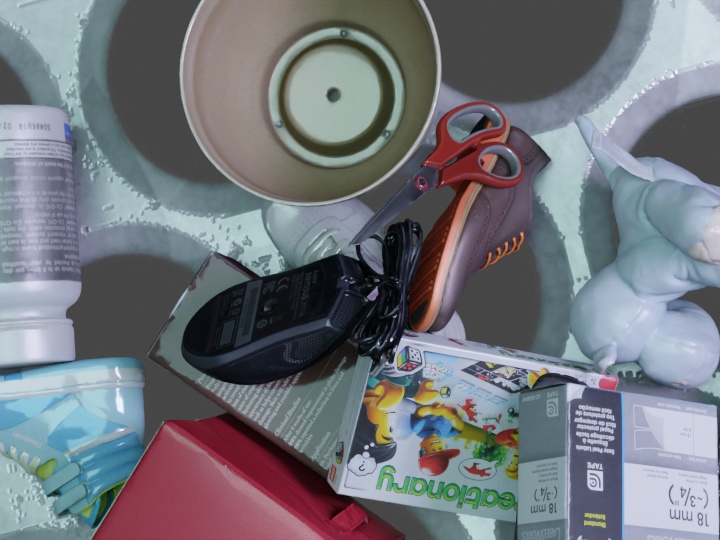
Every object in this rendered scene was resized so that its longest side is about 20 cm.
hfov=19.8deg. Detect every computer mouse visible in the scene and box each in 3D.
[{"bbox_3d":[-0.040,0.043,1.531,0.199,0.053,0.139,-15,39,26],"label":"computer mouse"}]

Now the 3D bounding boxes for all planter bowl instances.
[{"bbox_3d":[-0.029,-0.144,1.597,0.198,0.135,0.202,-1,87,8],"label":"planter bowl"}]

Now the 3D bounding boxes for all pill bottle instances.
[{"bbox_3d":[-0.281,-0.024,1.640,0.113,0.114,0.202,-6,85,8],"label":"pill bottle"}]

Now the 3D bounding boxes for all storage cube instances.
[{"bbox_3d":[-0.099,0.231,1.558,0.179,0.171,0.201,35,96,11],"label":"storage cube"}]

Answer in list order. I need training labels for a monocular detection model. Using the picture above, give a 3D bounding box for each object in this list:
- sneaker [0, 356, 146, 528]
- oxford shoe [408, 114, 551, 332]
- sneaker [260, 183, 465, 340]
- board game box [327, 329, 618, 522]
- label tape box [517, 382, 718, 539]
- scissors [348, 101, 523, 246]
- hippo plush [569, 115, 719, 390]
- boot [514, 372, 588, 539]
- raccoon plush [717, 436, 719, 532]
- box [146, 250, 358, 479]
[{"bbox_3d":[-0.261,0.147,1.643,0.198,0.080,0.132,-11,83,9],"label":"sneaker"},{"bbox_3d":[0.094,-0.030,1.572,0.072,0.071,0.201,29,61,-10],"label":"oxford shoe"},{"bbox_3d":[0.000,0.000,1.601,0.200,0.100,0.075,41,98,10],"label":"sneaker"},{"bbox_3d":[0.085,0.119,1.557,0.198,0.035,0.127,10,102,-18],"label":"board game box"},{"bbox_3d":[0.182,0.189,1.451,0.143,0.063,0.202,10,75,-33],"label":"label tape box"},{"bbox_3d":[0.046,-0.073,1.518,0.014,0.199,0.074,-38,78,50],"label":"scissors"},{"bbox_3d":[0.225,0.010,1.534,0.199,0.159,0.162,24,102,-9],"label":"hippo plush"},{"bbox_3d":[0.133,0.186,1.495,0.069,0.132,0.202,4,108,26],"label":"boot"},{"bbox_3d":[0.271,0.123,1.540,0.198,0.097,0.135,-14,78,-10],"label":"raccoon plush"},{"bbox_3d":[-0.056,0.081,1.619,0.199,0.075,0.101,34,92,8],"label":"box"}]
